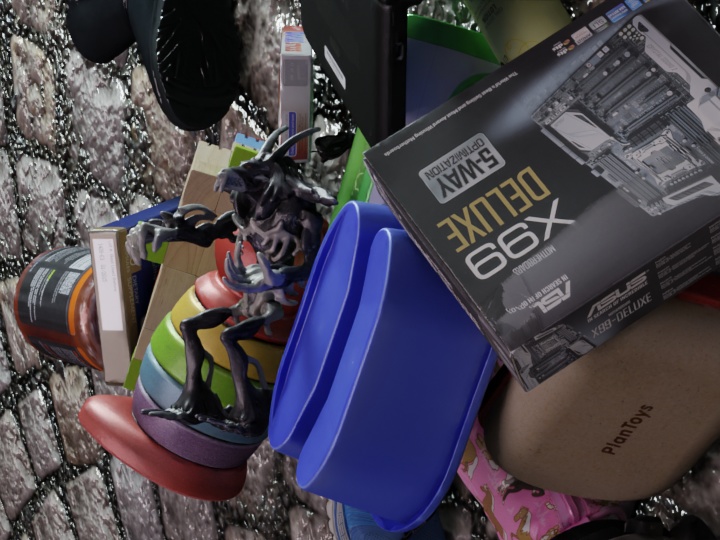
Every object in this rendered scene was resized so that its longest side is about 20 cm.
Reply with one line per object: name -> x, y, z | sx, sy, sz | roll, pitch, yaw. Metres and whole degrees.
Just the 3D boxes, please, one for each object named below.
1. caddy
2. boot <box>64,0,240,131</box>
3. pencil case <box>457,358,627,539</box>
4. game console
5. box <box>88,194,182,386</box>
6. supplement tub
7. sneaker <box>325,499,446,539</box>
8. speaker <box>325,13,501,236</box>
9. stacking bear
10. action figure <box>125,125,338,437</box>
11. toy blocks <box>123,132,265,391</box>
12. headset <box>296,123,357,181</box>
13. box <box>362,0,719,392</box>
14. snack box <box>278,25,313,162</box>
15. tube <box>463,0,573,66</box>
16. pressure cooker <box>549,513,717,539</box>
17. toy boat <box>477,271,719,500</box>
caddy -> 0.026, 0.054, 1.177 | 0.201, 0.105, 0.141 | -71, 22, 11
boot -> -0.174, -0.194, 1.626 | 0.168, 0.076, 0.201 | -20, 76, 55
pencil case -> 0.094, 0.113, 1.290 | 0.083, 0.086, 0.200 | -45, 57, 19
game console -> 0.039, -0.190, 1.223 | 0.200, 0.116, 0.177 | -117, 23, -55
box -> -0.150, 0.007, 1.588 | 0.032, 0.200, 0.122 | -1, 102, 21
supplement tub -> -0.223, 0.036, 1.759 | 0.200, 0.107, 0.108 | 9, 108, 58
sneaker -> 0.022, 0.151, 1.384 | 0.089, 0.079, 0.200 | 13, 140, 42
speaker -> 0.030, -0.059, 1.278 | 0.088, 0.088, 0.201 | 21, 97, 54
stacking bear -> -0.088, 0.046, 1.366 | 0.114, 0.121, 0.201 | 40, 111, 36
action figure -> -0.079, 0.000, 1.251 | 0.119, 0.102, 0.201 | 7, 86, 43
toy blocks -> -0.117, -0.019, 1.487 | 0.137, 0.099, 0.201 | -89, 17, -71
headset -> 0.000, 0.000, 1.416 | 0.123, 0.094, 0.201 | -3, 106, 36
box -> 0.125, -0.051, 1.076 | 0.158, 0.200, 0.050 | 55, 175, 34
snack box -> -0.045, -0.126, 1.394 | 0.200, 0.024, 0.072 | -99, 9, -78
tube -> 0.114, -0.127, 1.210 | 0.201, 0.052, 0.058 | 62, -177, 19
pressure cooker -> 0.157, 0.238, 1.137 | 0.200, 0.175, 0.179 | 32, 123, 46
toy boat -> 0.148, 0.044, 1.166 | 0.200, 0.130, 0.131 | 121, 159, -48
